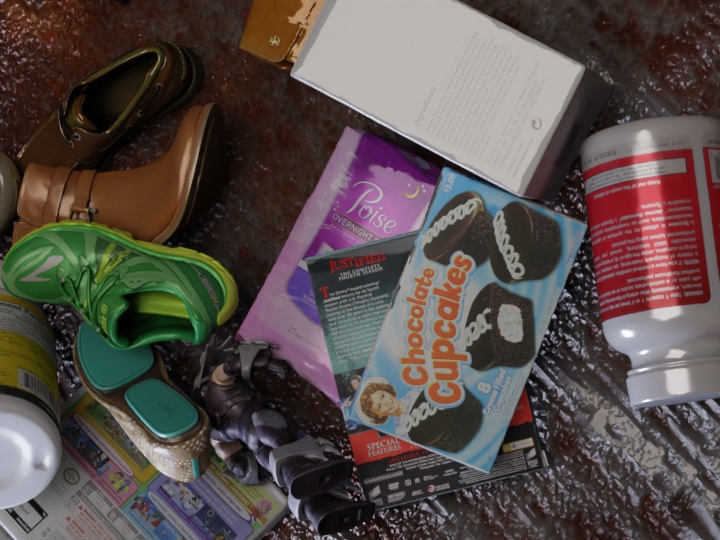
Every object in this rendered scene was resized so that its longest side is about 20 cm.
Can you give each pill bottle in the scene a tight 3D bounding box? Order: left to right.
[{"bbox_3d":[-0.302,0.087,1.777,0.114,0.114,0.201,-36,35,16],"label":"pill bottle"},{"bbox_3d":[0.227,-0.005,1.605,0.111,0.112,0.202,-10,81,22],"label":"pill bottle"}]

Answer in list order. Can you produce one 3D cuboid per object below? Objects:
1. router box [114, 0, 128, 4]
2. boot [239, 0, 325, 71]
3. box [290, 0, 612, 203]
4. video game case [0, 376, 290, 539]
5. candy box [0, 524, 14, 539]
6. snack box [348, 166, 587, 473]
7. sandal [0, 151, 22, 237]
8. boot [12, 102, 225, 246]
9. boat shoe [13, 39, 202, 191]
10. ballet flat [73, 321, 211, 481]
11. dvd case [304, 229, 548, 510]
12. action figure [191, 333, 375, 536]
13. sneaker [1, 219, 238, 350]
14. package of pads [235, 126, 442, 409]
[{"bbox_3d":[-0.207,-0.310,1.771,0.052,0.200,0.157,45,103,21],"label":"router box"},{"bbox_3d":[-0.066,-0.245,1.771,0.200,0.071,0.145,32,91,16],"label":"boot"},{"bbox_3d":[0.071,-0.144,1.646,0.199,0.152,0.107,29,97,12],"label":"box"},{"bbox_3d":[-0.186,0.185,1.777,0.182,0.022,0.200,-43,69,-11],"label":"video game case"},{"bbox_3d":[-0.295,0.298,1.815,0.200,0.061,0.137,49,116,19],"label":"candy box"},{"bbox_3d":[0.079,0.037,1.635,0.115,0.037,0.201,21,96,-2],"label":"snack box"},{"bbox_3d":[-0.353,-0.014,1.874,0.080,0.054,0.201,39,114,23],"label":"sandal"},{"bbox_3d":[-0.200,-0.064,1.804,0.154,0.077,0.201,22,112,14],"label":"boot"},{"bbox_3d":[-0.227,-0.129,1.834,0.200,0.068,0.072,-39,73,16],"label":"boat shoe"},{"bbox_3d":[-0.176,0.107,1.751,0.070,0.066,0.200,-23,36,-15],"label":"ballet flat"},{"bbox_3d":[0.050,0.071,1.669,0.145,0.022,0.202,-14,98,1],"label":"dvd case"},{"bbox_3d":[-0.073,0.128,1.700,0.200,0.069,0.131,40,146,44],"label":"action figure"},{"bbox_3d":[-0.198,0.014,1.736,0.198,0.084,0.075,8,127,15],"label":"sneaker"},{"bbox_3d":[0.000,0.000,1.721,0.120,0.076,0.201,32,98,19],"label":"package of pads"}]
